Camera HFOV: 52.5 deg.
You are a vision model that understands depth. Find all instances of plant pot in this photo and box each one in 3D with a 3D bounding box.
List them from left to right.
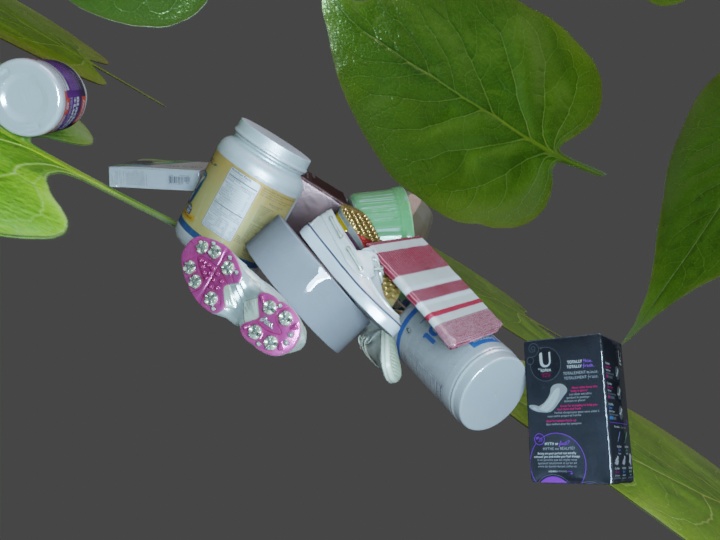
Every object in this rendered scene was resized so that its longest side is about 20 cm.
[{"bbox_3d":[0.072,-0.081,1.643,0.198,0.175,0.201,31,-17,11],"label":"plant pot"}]

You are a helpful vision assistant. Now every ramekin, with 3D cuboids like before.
[{"bbox_3d":[0.029,-0.047,1.310,0.095,0.205,0.200,-3,17,-9],"label":"ramekin"}]

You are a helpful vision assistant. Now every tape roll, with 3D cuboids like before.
[{"bbox_3d":[-0.073,0.018,1.024,0.201,0.066,0.200,50,0,0],"label":"tape roll"}]

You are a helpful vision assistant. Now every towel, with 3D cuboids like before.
[{"bbox_3d":[0.107,0.028,1.079,0.143,0.023,0.201,-9,51,-50],"label":"towel"}]

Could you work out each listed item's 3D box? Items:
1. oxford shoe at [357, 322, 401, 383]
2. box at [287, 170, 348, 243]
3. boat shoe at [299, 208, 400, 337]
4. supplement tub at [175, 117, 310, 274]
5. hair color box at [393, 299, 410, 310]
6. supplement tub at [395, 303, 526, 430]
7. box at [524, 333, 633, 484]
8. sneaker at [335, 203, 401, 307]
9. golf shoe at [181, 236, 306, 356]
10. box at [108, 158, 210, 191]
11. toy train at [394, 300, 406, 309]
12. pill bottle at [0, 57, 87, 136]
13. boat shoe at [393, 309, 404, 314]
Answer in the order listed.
[{"bbox_3d":[0.026,0.112,1.108,0.201,0.057,0.077,-102,178,-67],"label":"oxford shoe"},{"bbox_3d":[-0.146,-0.106,1.292,0.198,0.166,0.166,31,9,-10],"label":"box"},{"bbox_3d":[-0.002,-0.001,0.983,0.201,0.065,0.072,49,-1,27],"label":"boat shoe"},{"bbox_3d":[-0.175,-0.109,1.102,0.143,0.202,0.145,30,9,-5],"label":"supplement tub"},{"bbox_3d":[0.024,0.017,1.543,0.198,0.061,0.100,34,7,8],"label":"hair color box"},{"bbox_3d":[0.149,0.137,1.139,0.131,0.133,0.200,24,11,-39],"label":"supplement tub"},{"bbox_3d":[0.316,0.204,1.061,0.120,0.205,0.105,-10,-17,35],"label":"box"},{"bbox_3d":[-0.003,-0.005,1.115,0.074,0.090,0.202,14,38,-36],"label":"sneaker"},{"bbox_3d":[-0.144,0.036,0.909,0.200,0.076,0.091,42,1,19],"label":"golf shoe"},{"bbox_3d":[-0.319,-0.161,1.215,0.141,0.037,0.200,3,11,-3],"label":"box"},{"bbox_3d":[0.008,0.028,1.421,0.199,0.085,0.115,39,25,12],"label":"toy train"},{"bbox_3d":[-0.498,-0.275,1.153,0.110,0.113,0.200,30,10,-13],"label":"pill bottle"},{"bbox_3d":[0.127,0.127,1.292,0.198,0.074,0.069,34,14,6],"label":"boat shoe"}]
